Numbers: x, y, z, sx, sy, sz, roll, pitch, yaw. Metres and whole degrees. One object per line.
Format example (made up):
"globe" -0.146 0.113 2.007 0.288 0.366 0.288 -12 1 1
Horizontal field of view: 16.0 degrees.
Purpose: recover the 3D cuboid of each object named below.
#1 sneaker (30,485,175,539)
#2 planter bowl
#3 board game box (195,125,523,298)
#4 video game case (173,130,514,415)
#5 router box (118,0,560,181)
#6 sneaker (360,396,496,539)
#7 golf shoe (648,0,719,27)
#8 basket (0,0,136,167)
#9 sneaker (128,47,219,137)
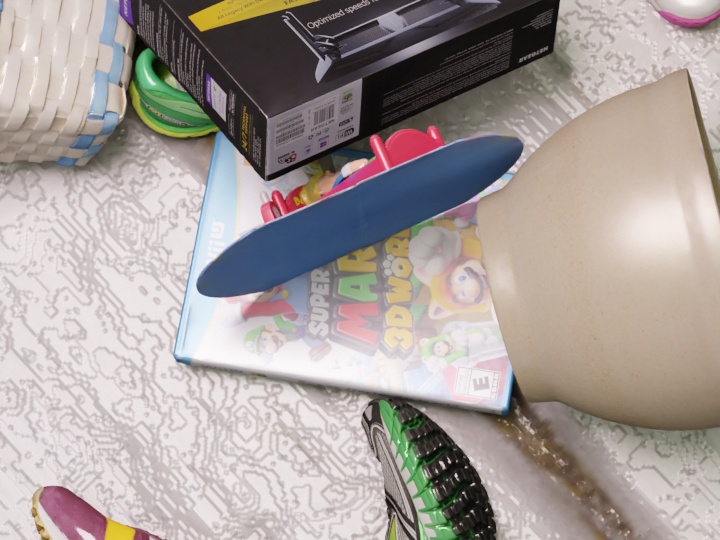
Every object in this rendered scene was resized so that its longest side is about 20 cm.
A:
"sneaker" -0.100 0.181 1.474 0.200 0.075 0.090 44 78 4
"planter bowl" 0.142 0.002 1.423 0.134 0.200 0.201 -15 79 9
"board game box" -0.007 -0.046 1.433 0.200 0.158 0.039 -24 79 -3
"video game case" 0.000 0.000 1.513 0.199 0.018 0.144 9 77 6
"router box" -0.013 -0.151 1.441 0.200 0.052 0.157 -25 54 -24
"sneaker" 0.031 0.166 1.459 0.085 0.078 0.201 -23 68 21
"golf shoe" 0.186 -0.246 1.510 0.075 0.092 0.201 -5 81 2
"basket" -0.232 -0.144 1.487 0.199 0.139 0.177 17 70 -19
"sneaker" -0.042 -0.133 1.512 0.200 0.084 0.074 -23 79 0
